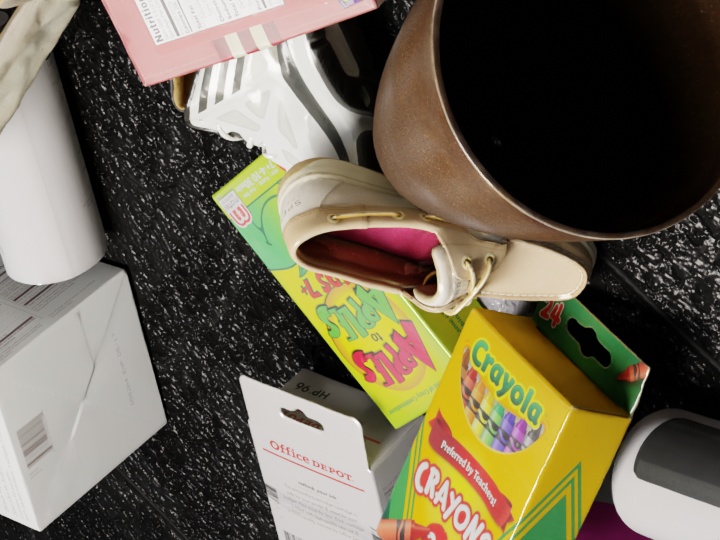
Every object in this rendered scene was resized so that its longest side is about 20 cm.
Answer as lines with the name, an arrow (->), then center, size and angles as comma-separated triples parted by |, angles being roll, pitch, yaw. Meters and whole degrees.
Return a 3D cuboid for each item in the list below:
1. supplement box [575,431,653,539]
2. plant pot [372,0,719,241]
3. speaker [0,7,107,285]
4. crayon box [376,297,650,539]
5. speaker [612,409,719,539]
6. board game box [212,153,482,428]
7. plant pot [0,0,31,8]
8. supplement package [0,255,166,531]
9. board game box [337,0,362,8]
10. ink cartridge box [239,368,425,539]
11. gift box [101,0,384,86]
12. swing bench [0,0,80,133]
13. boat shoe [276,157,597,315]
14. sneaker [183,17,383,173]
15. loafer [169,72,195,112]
supplement box -> 0.115, 0.191, 1.554 | 0.200, 0.103, 0.101 | -25, 101, 51
plant pot -> 0.086, -0.094, 1.296 | 0.187, 0.187, 0.200 | 54, 158, -6
speaker -> -0.242, -0.091, 1.697 | 0.081, 0.081, 0.200 | 16, 132, 37
crayon box -> 0.090, 0.112, 1.443 | 0.127, 0.051, 0.200 | 46, 118, 52
speaker -> 0.235, 0.138, 1.350 | 0.200, 0.081, 0.081 | 17, 135, 58
board game box -> 0.000, 0.000, 1.551 | 0.200, 0.048, 0.102 | 52, 143, -2
plant pot -> -0.205, -0.263, 1.387 | 0.200, 0.200, 0.184 | -26, 94, 53
supplement package -> -0.283, 0.074, 1.821 | 0.200, 0.151, 0.152 | 17, 133, 36
board game box -> 0.027, -0.230, 1.196 | 0.032, 0.200, 0.120 | -12, 113, 47
ink cartridge box -> -0.007, 0.147, 1.664 | 0.116, 0.068, 0.200 | 19, 136, 35
gift box -> -0.037, -0.221, 1.291 | 0.199, 0.187, 0.185 | -10, 113, 28
swing bench -> -0.285, -0.172, 1.555 | 0.200, 0.130, 0.199 | 37, 100, 14
boat shoe -> 0.045, -0.007, 1.407 | 0.199, 0.069, 0.074 | 12, 133, -10
sneaker -> -0.037, -0.085, 1.463 | 0.115, 0.076, 0.201 | -3, 128, 30
loafer -> -0.080, -0.179, 1.457 | 0.073, 0.072, 0.200 | 30, 138, 26
